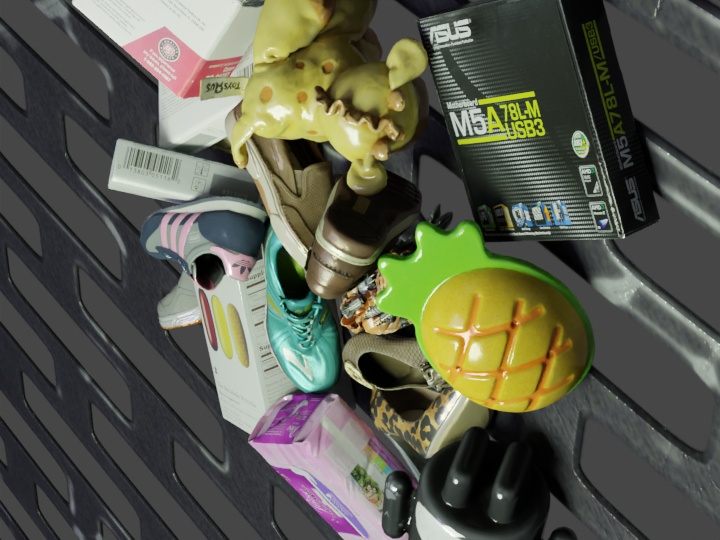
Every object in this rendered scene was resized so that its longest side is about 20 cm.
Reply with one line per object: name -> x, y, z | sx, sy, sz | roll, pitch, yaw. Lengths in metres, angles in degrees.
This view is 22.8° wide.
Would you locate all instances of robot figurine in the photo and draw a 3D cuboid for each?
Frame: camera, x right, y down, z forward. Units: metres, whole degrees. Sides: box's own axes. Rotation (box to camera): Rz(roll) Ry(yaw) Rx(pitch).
robot figurine -> 0.106, 0.234, 1.630 | 0.150, 0.124, 0.201 | 50, 148, 36

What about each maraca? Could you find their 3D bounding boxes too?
maraca -> 0.103, 0.039, 1.464 | 0.200, 0.107, 0.137 | 41, 115, -18

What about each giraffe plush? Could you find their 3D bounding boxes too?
giraffe plush -> -0.011, -0.151, 1.506 | 0.161, 0.200, 0.174 | 22, 129, 32

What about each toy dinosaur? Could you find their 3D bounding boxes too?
toy dinosaur -> 0.030, 0.012, 1.585 | 0.199, 0.135, 0.103 | 5, 115, 59

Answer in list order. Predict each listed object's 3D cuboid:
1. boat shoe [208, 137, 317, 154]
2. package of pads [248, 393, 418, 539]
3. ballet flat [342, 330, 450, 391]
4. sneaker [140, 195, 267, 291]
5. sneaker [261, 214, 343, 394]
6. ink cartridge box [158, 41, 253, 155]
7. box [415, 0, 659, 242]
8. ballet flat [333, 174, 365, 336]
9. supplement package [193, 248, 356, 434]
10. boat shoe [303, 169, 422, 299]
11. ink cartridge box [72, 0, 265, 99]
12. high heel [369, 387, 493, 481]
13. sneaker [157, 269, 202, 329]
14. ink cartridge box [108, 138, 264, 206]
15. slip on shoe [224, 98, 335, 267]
boat shoe -> -0.111, -0.132, 1.803 | 0.200, 0.073, 0.064 | 16, 120, 47
package of pads -> -0.009, 0.211, 1.794 | 0.200, 0.076, 0.120 | 47, 154, -21
ballet flat -> 0.037, 0.089, 1.640 | 0.067, 0.047, 0.199 | 39, 157, -23
sneaker -> -0.164, -0.019, 1.763 | 0.199, 0.070, 0.083 | -14, 64, 56
sneaker -> -0.062, 0.036, 1.749 | 0.080, 0.077, 0.202 | -100, -1, -67
ink cartridge box -> -0.128, -0.227, 1.735 | 0.199, 0.044, 0.178 | -22, 65, 46
box -> 0.135, -0.121, 1.397 | 0.199, 0.047, 0.195 | 2, 113, 60
ballet flat -> 0.000, 0.000, 1.722 | 0.067, 0.046, 0.202 | 35, 143, 62
supplement package -> -0.093, 0.061, 1.866 | 0.113, 0.109, 0.202 | 21, 128, 54
boat shoe -> -0.005, -0.031, 1.514 | 0.074, 0.202, 0.075 | 29, 113, 8
ink cartridge box -> -0.144, -0.280, 1.609 | 0.145, 0.084, 0.201 | 41, 112, 12
high heel -> 0.057, 0.112, 1.688 | 0.143, 0.071, 0.201 | 58, 151, 28
sneaker -> -0.176, 0.010, 2.033 | 0.199, 0.075, 0.093 | -16, 88, 55
ink cartridge box -> -0.178, -0.091, 1.843 | 0.200, 0.159, 0.048 | -168, 91, -81
slip on shoe -> -0.050, -0.077, 1.629 | 0.060, 0.076, 0.201 | -37, 77, 33
